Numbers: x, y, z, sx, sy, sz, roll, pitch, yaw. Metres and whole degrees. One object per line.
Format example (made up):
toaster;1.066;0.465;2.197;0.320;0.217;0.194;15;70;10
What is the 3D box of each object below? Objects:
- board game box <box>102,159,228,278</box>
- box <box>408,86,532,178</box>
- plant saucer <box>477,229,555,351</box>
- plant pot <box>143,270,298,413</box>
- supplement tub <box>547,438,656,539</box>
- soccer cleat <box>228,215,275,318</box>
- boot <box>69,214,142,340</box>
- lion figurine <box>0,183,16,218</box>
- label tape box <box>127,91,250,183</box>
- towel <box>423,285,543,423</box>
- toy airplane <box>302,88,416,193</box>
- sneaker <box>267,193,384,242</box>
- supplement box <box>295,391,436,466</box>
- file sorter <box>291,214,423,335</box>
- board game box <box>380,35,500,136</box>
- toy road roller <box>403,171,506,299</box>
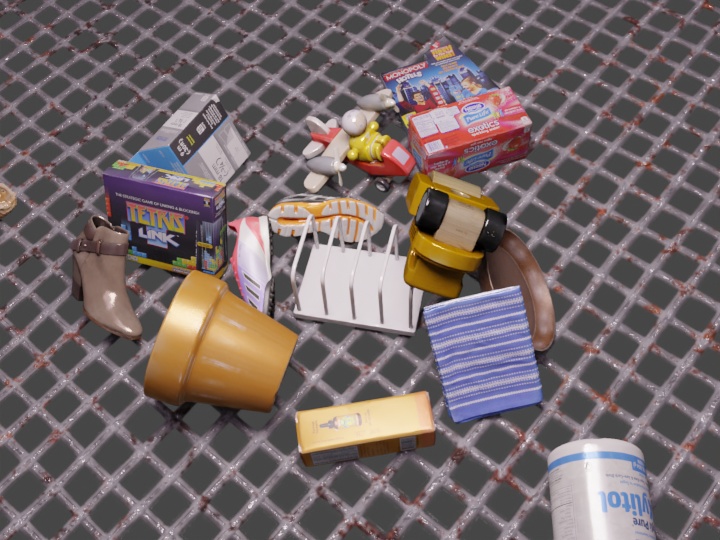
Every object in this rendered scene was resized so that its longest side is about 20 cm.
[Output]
board game box;-0.322;-0.082;1.394;0.200;0.165;0.057;13;36;13
box;0.194;-0.239;1.497;0.200;0.096;0.100;-18;59;-7
plant saucer;0.236;0.032;1.292;0.034;0.200;0.200;-23;51;33
plant pot;-0.199;0.124;1.255;0.183;0.200;0.200;20;60;-1
supplement tub;0.320;0.336;1.107;0.132;0.132;0.200;-1;58;4
soccer cleat;-0.178;0.007;1.372;0.073;0.068;0.200;-3;73;-3
boot;-0.406;0.004;1.365;0.200;0.070;0.146;30;107;28
lion figurine;-0.712;-0.083;1.492;0.122;0.072;0.200;31;78;7
label tape box;-0.299;-0.193;1.472;0.063;0.144;0.200;16;59;37
towel;0.180;0.126;1.214;0.145;0.200;0.024;-14;24;6
toy airplane;-0.016;-0.236;1.484;0.199;0.141;0.200;-12;59;-2
sneaker;-0.058;-0.100;1.446;0.200;0.078;0.077;5;26;-5
supplement box;0.008;0.234;1.233;0.200;0.069;0.067;-8;57;-2
file sorter;0.000;0.000;1.338;0.200;0.125;0.139;8;58;10
board game box;0.148;-0.349;1.591;0.200;0.062;0.200;-18;57;-7
toy road roller;0.121;-0.050;1.227;0.123;0.146;0.200;19;19;-7
